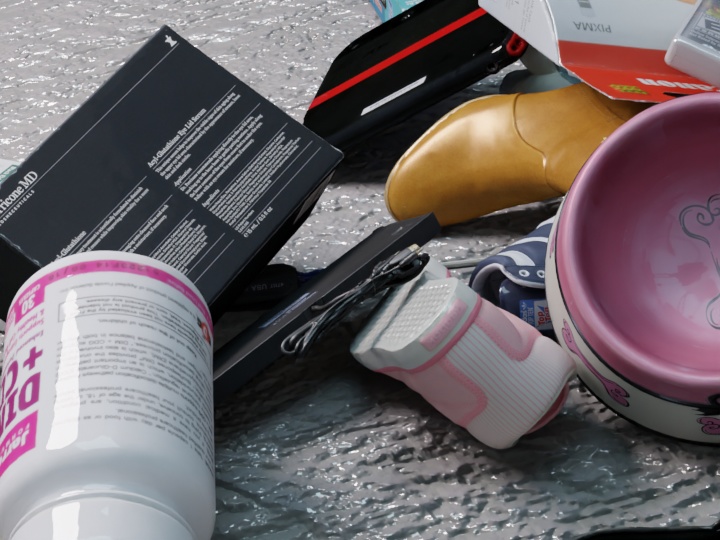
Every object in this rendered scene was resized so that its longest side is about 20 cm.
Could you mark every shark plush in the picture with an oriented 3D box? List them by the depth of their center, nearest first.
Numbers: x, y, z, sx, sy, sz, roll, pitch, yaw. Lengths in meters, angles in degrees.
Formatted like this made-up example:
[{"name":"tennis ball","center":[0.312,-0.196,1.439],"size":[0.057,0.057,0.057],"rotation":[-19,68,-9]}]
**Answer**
[{"name":"shark plush","center":[0.165,-0.103,1.553],"size":[0.083,0.091,0.200],"rotation":[10,7,-45]}]

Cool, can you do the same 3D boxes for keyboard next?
[{"name":"keyboard","center":[-0.029,0.028,1.312],"size":[0.200,0.021,0.127],"rotation":[-38,11,-23]}]

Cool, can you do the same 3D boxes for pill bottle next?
[{"name":"pill bottle","center":[-0.131,0.094,1.172],"size":[0.113,0.113,0.200],"rotation":[-5,42,-1]}]

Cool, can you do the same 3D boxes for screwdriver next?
[{"name":"screwdriver","center":[0.000,0.000,1.425],"size":[0.200,0.028,0.029],"rotation":[-11,58,-5]}]

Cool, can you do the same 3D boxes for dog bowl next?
[{"name":"dog bowl","center":[0.196,-0.008,1.251],"size":[0.200,0.200,0.074],"rotation":[-3,-15,10]}]

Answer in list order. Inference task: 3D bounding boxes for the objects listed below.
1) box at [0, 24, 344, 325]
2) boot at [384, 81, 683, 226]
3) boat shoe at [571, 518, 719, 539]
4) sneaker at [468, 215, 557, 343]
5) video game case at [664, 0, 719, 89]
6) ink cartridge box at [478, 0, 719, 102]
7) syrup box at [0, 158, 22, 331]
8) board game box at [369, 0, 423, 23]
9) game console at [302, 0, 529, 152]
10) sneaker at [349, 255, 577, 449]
[{"name":"box","center":[-0.126,-0.033,1.364],"size":[0.141,0.079,0.200],"rotation":[38,53,3]},{"name":"boot","center":[0.116,-0.068,1.433],"size":[0.201,0.071,0.144],"rotation":[-28,23,0]},{"name":"boat shoe","center":[0.194,0.152,1.103],"size":[0.201,0.063,0.074],"rotation":[-5,27,-3]},{"name":"sneaker","center":[0.154,0.020,1.327],"size":[0.200,0.070,0.108],"rotation":[16,30,43]},{"name":"video game case","center":[0.300,-0.127,1.390],"size":[0.200,0.023,0.182],"rotation":[25,34,9]},{"name":"ink cartridge box","center":[0.182,-0.149,1.404],"size":[0.162,0.050,0.200],"rotation":[3,19,-23]},{"name":"syrup box","center":[-0.272,-0.026,1.461],"size":[0.200,0.079,0.081],"rotation":[11,33,26]},{"name":"board game box","center":[0.083,-0.236,1.810],"size":[0.151,0.047,0.200],"rotation":[-10,30,-9]},{"name":"game console","center":[0.046,-0.147,1.591],"size":[0.200,0.031,0.177],"rotation":[-27,23,29]},{"name":"sneaker","center":[0.060,0.051,1.300],"size":[0.075,0.105,0.200],"rotation":[-52,10,-3]}]
